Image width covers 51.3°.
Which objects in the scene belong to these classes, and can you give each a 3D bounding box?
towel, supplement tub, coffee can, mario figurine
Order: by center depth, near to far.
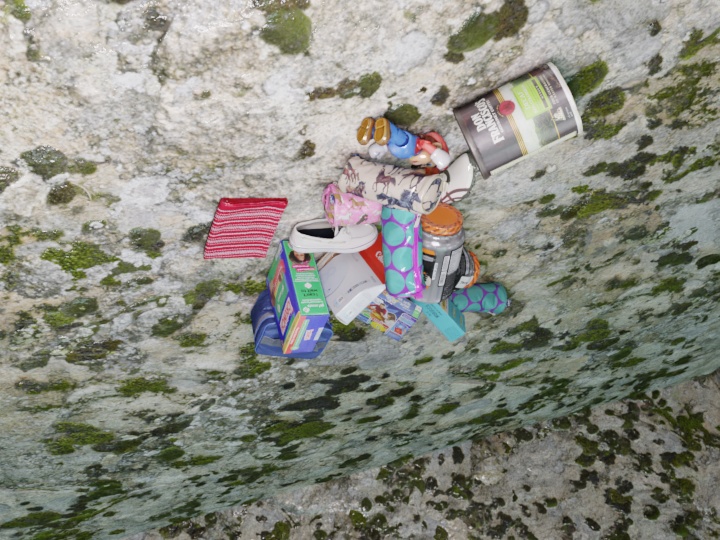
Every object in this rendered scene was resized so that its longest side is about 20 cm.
[{"bbox_3d":[0.293,-0.279,1.406,0.200,0.147,0.146,-25,150,10],"label":"coffee can"},{"bbox_3d":[0.090,-0.219,1.422,0.200,0.124,0.106,14,125,-38],"label":"mario figurine"},{"bbox_3d":[-0.240,-0.084,1.553,0.144,0.023,0.200,-2,147,-25],"label":"towel"},{"bbox_3d":[0.157,-0.038,1.612,0.122,0.123,0.200,-8,131,-18],"label":"supplement tub"},{"bbox_3d":[0.186,-0.011,1.819,0.200,0.123,0.123,6,142,-36],"label":"supplement tub"}]

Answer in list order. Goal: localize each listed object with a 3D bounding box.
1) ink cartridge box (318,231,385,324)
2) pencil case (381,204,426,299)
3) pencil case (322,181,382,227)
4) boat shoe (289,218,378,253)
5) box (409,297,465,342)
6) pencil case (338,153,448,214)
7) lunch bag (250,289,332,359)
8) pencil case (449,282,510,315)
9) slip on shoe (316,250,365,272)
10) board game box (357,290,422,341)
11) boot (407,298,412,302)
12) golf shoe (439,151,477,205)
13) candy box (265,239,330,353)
[{"bbox_3d":[0.000,0.000,1.623,0.200,0.160,0.047,-45,126,6],"label":"ink cartridge box"},{"bbox_3d":[0.089,-0.048,1.498,0.085,0.092,0.200,-19,115,-35],"label":"pencil case"},{"bbox_3d":[0.025,-0.146,1.539,0.200,0.083,0.087,-9,139,-15],"label":"pencil case"},{"bbox_3d":[-0.054,-0.084,1.618,0.199,0.072,0.066,-2,150,-15],"label":"boat shoe"},{"bbox_3d":[0.192,0.087,1.931,0.049,0.082,0.200,-34,113,24],"label":"box"},{"bbox_3d":[0.061,-0.164,1.413,0.089,0.200,0.078,-48,143,-36],"label":"pencil case"},{"bbox_3d":[-0.162,0.141,1.826,0.200,0.133,0.136,8,136,-23],"label":"lunch bag"},{"bbox_3d":[0.308,0.083,2.065,0.200,0.093,0.085,-2,-177,-25],"label":"pencil case"},{"bbox_3d":[-0.055,-0.026,1.724,0.076,0.061,0.200,30,108,-34],"label":"slip on shoe"},{"bbox_3d":[0.034,0.083,1.790,0.200,0.034,0.135,30,146,-3],"label":"board game box"},{"bbox_3d":[0.059,0.050,1.888,0.071,0.201,0.144,-46,-174,7],"label":"boot"},{"bbox_3d":[0.177,-0.175,1.590,0.088,0.077,0.200,6,142,-25],"label":"golf shoe"},{"bbox_3d":[-0.143,0.059,1.667,0.077,0.200,0.169,-5,147,-24],"label":"candy box"}]
